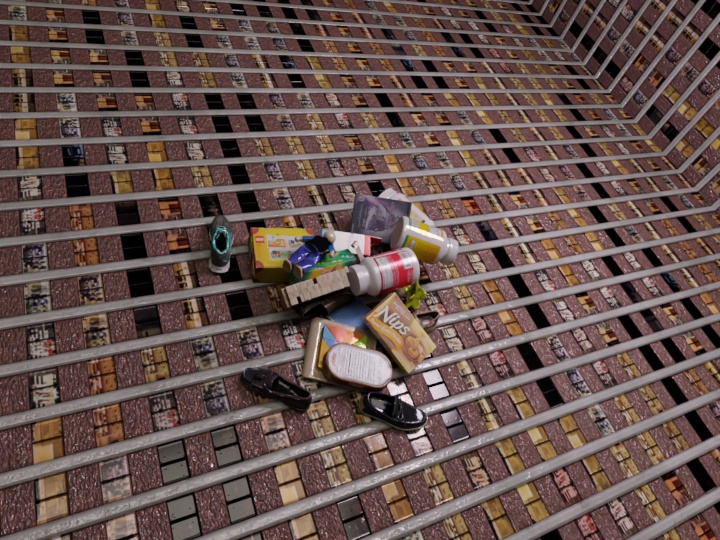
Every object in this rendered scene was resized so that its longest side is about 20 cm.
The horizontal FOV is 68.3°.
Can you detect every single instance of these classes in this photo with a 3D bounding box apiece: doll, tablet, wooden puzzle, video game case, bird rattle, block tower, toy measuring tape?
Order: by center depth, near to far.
[{"bbox_3d":[-0.123,0.048,1.479,0.197,0.054,0.059,-20,87,-20],"label":"block tower"},{"bbox_3d":[-0.054,0.230,1.484,0.196,0.037,0.188,13,55,-8],"label":"wooden puzzle"},{"bbox_3d":[-0.138,-0.059,1.517,0.135,0.049,0.200,28,46,22],"label":"doll"},{"bbox_3d":[-0.033,0.130,1.593,0.200,0.014,0.130,43,52,13],"label":"tablet"},{"bbox_3d":[0.000,0.000,1.622,0.074,0.072,0.203,-49,125,-40],"label":"toy measuring tape"},{"bbox_3d":[0.127,0.022,1.680,0.159,0.114,0.203,-9,55,-1],"label":"bird rattle"},{"bbox_3d":[0.063,-0.165,1.738,0.196,0.146,0.019,11,5,21],"label":"video game case"}]

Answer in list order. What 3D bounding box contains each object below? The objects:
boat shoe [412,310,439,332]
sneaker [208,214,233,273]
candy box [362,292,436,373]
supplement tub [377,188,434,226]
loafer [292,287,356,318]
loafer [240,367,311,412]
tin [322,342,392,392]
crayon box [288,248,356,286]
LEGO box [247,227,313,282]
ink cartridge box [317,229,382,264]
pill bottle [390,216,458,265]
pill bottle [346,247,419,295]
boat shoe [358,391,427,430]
[{"bbox_3d":[0.155,0.161,1.601,0.196,0.072,0.073,-9,57,-26],"label":"boat shoe"},{"bbox_3d":[-0.409,-0.095,1.571,0.076,0.092,0.203,2,54,-20],"label":"sneaker"},{"bbox_3d":[0.111,0.179,1.523,0.115,0.055,0.201,-39,91,-15],"label":"candy box"},{"bbox_3d":[0.137,-0.167,1.796,0.200,0.145,0.144,44,52,15],"label":"supplement tub"},{"bbox_3d":[-0.097,0.101,1.535,0.196,0.074,0.072,-13,50,-17],"label":"loafer"},{"bbox_3d":[-0.213,0.294,1.368,0.197,0.063,0.073,26,49,0],"label":"loafer"},{"bbox_3d":[-0.006,0.262,1.443,0.196,0.042,0.114,15,51,-12],"label":"tin"},{"bbox_3d":[-0.114,0.020,1.562,0.196,0.121,0.058,-16,44,-24],"label":"crayon box"},{"bbox_3d":[-0.234,-0.048,1.610,0.196,0.078,0.151,0,54,-20],"label":"LEGO box"},{"bbox_3d":[-0.040,-0.068,1.664,0.195,0.116,0.069,7,73,-15],"label":"ink cartridge box"},{"bbox_3d":[0.201,-0.086,1.657,0.196,0.113,0.115,18,50,-14],"label":"pill bottle"},{"bbox_3d":[0.065,0.007,1.550,0.196,0.113,0.114,-14,60,-24],"label":"pill bottle"},{"bbox_3d":[0.092,0.375,1.424,0.196,0.063,0.076,19,48,-8],"label":"boat shoe"}]
